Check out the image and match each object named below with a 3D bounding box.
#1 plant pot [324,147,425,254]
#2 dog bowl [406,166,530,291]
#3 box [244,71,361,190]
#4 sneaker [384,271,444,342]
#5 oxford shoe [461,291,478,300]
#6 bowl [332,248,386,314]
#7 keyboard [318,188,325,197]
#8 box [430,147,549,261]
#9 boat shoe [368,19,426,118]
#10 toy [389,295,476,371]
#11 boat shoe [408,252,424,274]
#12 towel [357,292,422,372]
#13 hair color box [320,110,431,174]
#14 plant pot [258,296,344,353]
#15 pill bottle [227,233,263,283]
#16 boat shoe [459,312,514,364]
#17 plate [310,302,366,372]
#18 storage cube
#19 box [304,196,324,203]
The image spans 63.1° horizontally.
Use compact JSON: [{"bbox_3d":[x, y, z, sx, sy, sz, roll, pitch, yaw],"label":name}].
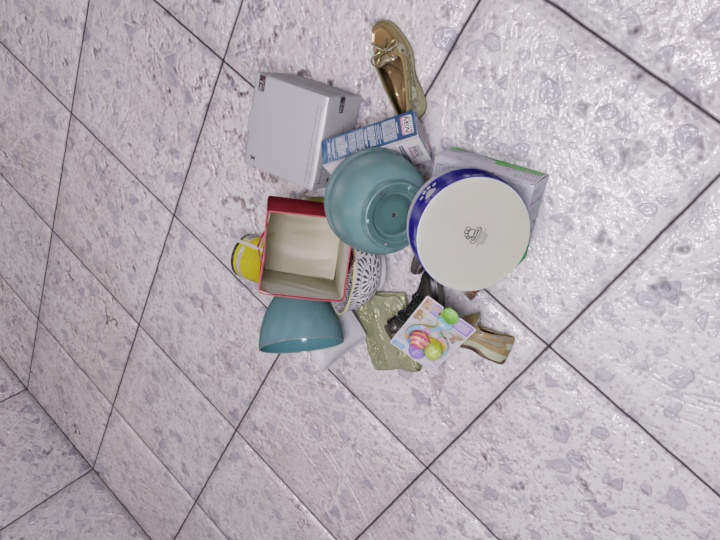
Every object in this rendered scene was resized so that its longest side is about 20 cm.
[{"bbox_3d":[0.045,-0.114,1.073,0.134,0.198,0.202,-132,37,-63],"label":"plant pot"},{"bbox_3d":[0.182,-0.070,0.997,0.198,0.079,0.202,-2,110,-7],"label":"dog bowl"},{"bbox_3d":[-0.127,-0.302,1.263,0.199,0.130,0.201,26,117,25],"label":"box"},{"bbox_3d":[0.117,0.093,1.273,0.076,0.113,0.201,-123,35,-55],"label":"sneaker"},{"bbox_3d":[0.184,-0.034,1.219,0.071,0.071,0.200,-46,79,10],"label":"oxford shoe"},{"bbox_3d":[0.000,0.000,1.311,0.201,0.093,0.203,-176,90,-73],"label":"bowl"},{"bbox_3d":[-0.069,-0.198,1.353,0.056,0.011,0.202,23,121,26],"label":"keyboard"},{"bbox_3d":[0.230,-0.120,1.118,0.199,0.096,0.178,22,120,27],"label":"box"},{"bbox_3d":[0.068,-0.389,1.142,0.073,0.063,0.202,-21,96,39],"label":"boat shoe"},{"bbox_3d":[0.135,0.144,1.181,0.115,0.047,0.200,34,138,2],"label":"toy"},{"bbox_3d":[0.151,-0.059,1.099,0.057,0.067,0.201,40,126,20],"label":"boat shoe"},{"bbox_3d":[0.065,0.146,1.384,0.147,0.036,0.202,-5,106,38],"label":"towel"},{"bbox_3d":[0.031,-0.238,1.164,0.198,0.100,0.061,-13,68,18],"label":"hair color box"},{"bbox_3d":[-0.143,0.111,1.381,0.199,0.199,0.136,-19,70,39],"label":"plant pot"},{"bbox_3d":[-0.228,-0.014,1.475,0.199,0.112,0.114,21,120,28],"label":"pill bottle"},{"bbox_3d":[0.226,0.120,1.222,0.198,0.072,0.077,24,104,-7],"label":"boat shoe"},{"bbox_3d":[-0.081,0.124,1.464,0.199,0.032,0.201,-43,71,39],"label":"plate"},{"bbox_3d":[-0.116,-0.049,1.228,0.198,0.180,0.173,6,106,-11],"label":"storage cube"},{"bbox_3d":[-0.099,-0.066,1.360,0.075,0.050,0.202,-135,42,-69],"label":"box"}]
